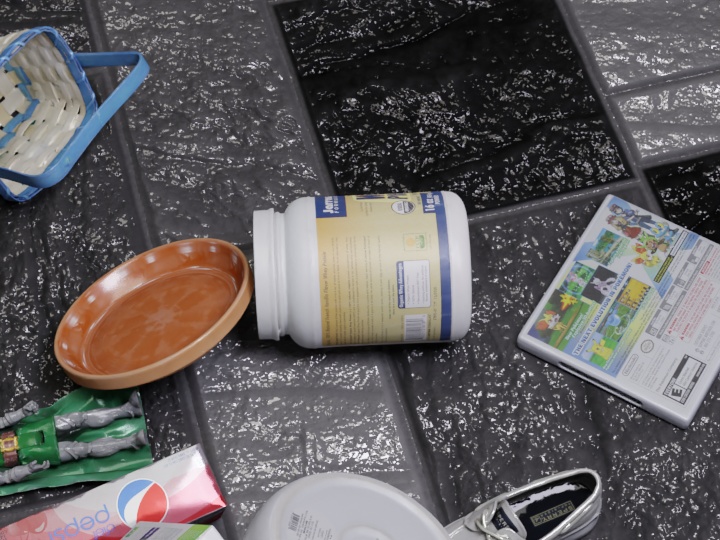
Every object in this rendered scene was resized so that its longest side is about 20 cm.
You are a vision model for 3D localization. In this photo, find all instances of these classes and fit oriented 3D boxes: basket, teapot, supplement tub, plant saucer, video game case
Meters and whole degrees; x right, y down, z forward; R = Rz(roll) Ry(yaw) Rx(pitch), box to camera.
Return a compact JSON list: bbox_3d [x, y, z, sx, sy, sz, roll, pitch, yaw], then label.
[{"bbox_3d":[-0.322,-0.158,1.778,0.200,0.139,0.177,7,50,43],"label":"basket"},{"bbox_3d":[-0.020,0.268,1.384,0.199,0.146,0.198,-7,48,-41],"label":"teapot"},{"bbox_3d":[0.000,0.000,1.680,0.199,0.145,0.145,-3,56,-2],"label":"supplement tub"},{"bbox_3d":[-0.191,0.043,1.674,0.200,0.032,0.201,-17,33,12],"label":"plant saucer"},{"bbox_3d":[0.277,0.036,1.731,0.182,0.022,0.200,26,61,17],"label":"video game case"}]

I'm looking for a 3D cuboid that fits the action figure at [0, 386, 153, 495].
[{"bbox_3d":[-0.296,0.160,1.630,0.199,0.055,0.118,-13,60,-4],"label":"action figure"}]

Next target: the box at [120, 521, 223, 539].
[{"bbox_3d":[-0.190,0.260,1.418,0.144,0.200,0.036,-42,99,-21],"label":"box"}]

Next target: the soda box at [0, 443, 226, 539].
[{"bbox_3d":[-0.221,0.224,1.566,0.199,0.070,0.064,-23,79,-14],"label":"soda box"}]

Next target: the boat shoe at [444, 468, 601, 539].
[{"bbox_3d":[0.127,0.232,1.571,0.199,0.066,0.072,-20,58,-13],"label":"boat shoe"}]
